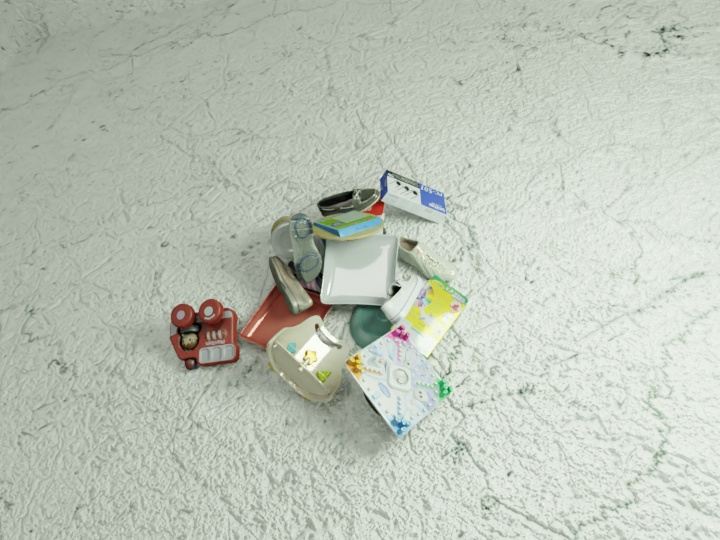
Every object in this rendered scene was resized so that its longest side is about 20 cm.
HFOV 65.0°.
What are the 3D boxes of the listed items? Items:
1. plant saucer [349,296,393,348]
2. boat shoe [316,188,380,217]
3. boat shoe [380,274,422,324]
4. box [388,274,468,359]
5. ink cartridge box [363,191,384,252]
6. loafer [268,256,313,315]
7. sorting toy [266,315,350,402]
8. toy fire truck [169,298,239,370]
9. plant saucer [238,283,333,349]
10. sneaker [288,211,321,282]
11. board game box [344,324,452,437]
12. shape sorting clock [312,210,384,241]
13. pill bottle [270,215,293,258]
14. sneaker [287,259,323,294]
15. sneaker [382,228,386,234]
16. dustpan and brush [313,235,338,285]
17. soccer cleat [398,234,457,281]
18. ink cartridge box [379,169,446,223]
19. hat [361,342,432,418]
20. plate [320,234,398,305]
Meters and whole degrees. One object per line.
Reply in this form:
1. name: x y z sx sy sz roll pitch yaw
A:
1. plant saucer: 0.064 0.121 1.470 0.198 0.036 0.201 -8 50 10
2. boat shoe: -0.039 -0.199 1.630 0.199 0.057 0.067 -15 50 30
3. boat shoe: 0.101 0.054 1.406 0.074 0.065 0.200 -41 8 28
4. box: 0.173 0.115 1.413 0.117 0.048 0.200 37 68 11
5. ink cartridge box: -0.011 -0.134 1.625 0.160 0.050 0.202 -5 73 32
6. loafer: -0.193 0.036 1.550 0.062 0.072 0.201 -17 54 -20
7. sorting toy: -0.115 0.206 1.402 0.200 0.107 0.180 43 51 1
8. toy fire truck: -0.422 0.178 1.522 0.198 0.112 0.169 -10 68 11
9. plant saucer: -0.195 0.140 1.526 0.198 0.037 0.201 18 58 27
10. sneaker: -0.151 -0.065 1.511 0.074 0.202 0.087 -10 23 -14
11. board game box: 0.091 0.238 1.268 0.199 0.026 0.200 -26 72 -41
12. shape sorting clock: -0.035 -0.119 1.526 0.198 0.040 0.200 -6 21 2
13. pill bottle: -0.208 -0.102 1.637 0.103 0.105 0.200 -23 14 -3
14. sneaker: -0.136 0.042 1.584 0.200 0.070 0.082 37 97 30
15. sneaker: 0.022 -0.149 1.679 0.080 0.074 0.201 -18 48 5
16. dustpan and brush: -0.093 -0.036 1.581 0.139 0.057 0.201 -37 64 21
17. soccer cleat: 0.174 -0.032 1.535 0.199 0.078 0.069 31 65 33
18. ink cartridge box: 0.153 -0.213 1.636 0.199 0.044 0.095 18 47 -22
19. hat: 0.073 0.274 1.305 0.199 0.081 0.202 16 49 -19
20. plate: 0.000 0.000 1.507 0.198 0.032 0.201 2 70 7
